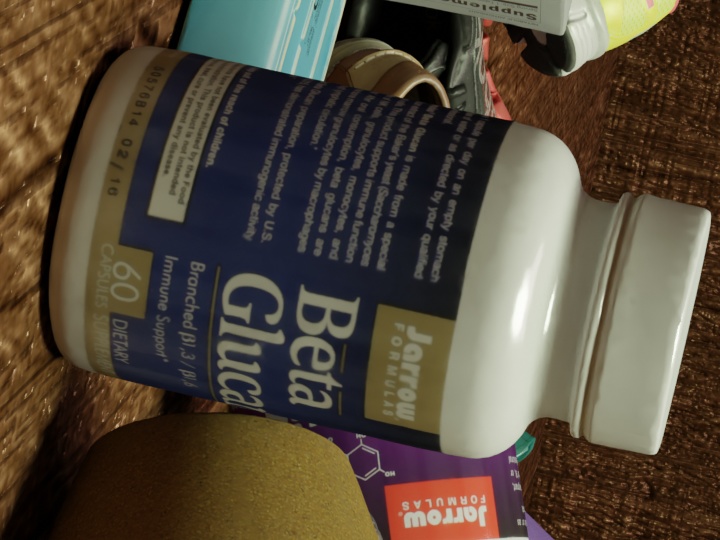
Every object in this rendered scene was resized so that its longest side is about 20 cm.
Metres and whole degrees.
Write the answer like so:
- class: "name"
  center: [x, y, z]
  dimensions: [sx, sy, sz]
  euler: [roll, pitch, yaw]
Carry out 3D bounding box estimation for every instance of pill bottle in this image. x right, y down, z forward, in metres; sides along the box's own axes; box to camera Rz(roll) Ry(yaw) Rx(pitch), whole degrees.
- class: "pill bottle"
  center: [0.008, -0.001, 0.924]
  dimensions: [0.111, 0.200, 0.111]
  euler: [12, 90, -81]
- class: "pill bottle"
  center: [0.006, 0.069, 1.130]
  dimensions: [0.112, 0.112, 0.200]
  euler: [47, 34, -80]

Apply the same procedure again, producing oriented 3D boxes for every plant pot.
- class: "plant pot"
  center: [-0.049, 0.155, 0.933]
  dimensions: [0.186, 0.186, 0.200]
  euler: [86, 6, -63]

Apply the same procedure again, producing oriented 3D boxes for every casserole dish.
- class: "casserole dish"
  center: [-0.038, -0.081, 1.064]
  dimensions: [0.121, 0.039, 0.200]
  euler: [82, 21, -69]

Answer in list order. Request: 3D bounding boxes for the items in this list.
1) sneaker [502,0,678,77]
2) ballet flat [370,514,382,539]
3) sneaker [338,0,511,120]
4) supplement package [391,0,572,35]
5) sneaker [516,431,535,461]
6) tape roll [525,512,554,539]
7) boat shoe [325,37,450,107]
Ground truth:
- class: "sneaker"
  center: [0.094, -0.196, 1.379]
  dimensions: [0.200, 0.090, 0.078]
  euler: [71, -21, 5]
- class: "ballet flat"
  center: [-0.049, 0.168, 1.042]
  dimensions: [0.200, 0.069, 0.071]
  euler: [-64, -150, 4]
- class: "sneaker"
  center: [0.031, -0.082, 1.350]
  dimensions: [0.098, 0.071, 0.201]
  euler: [-53, 141, -59]
- class: "supplement package"
  center: [0.046, -0.202, 1.181]
  dimensions: [0.200, 0.114, 0.110]
  euler: [86, 18, -65]
- class: "sneaker"
  center: [0.035, 0.062, 1.471]
  dimensions: [0.084, 0.120, 0.200]
  euler: [10, 92, -82]
- class: "tape roll"
  center: [0.012, 0.190, 1.379]
  dimensions: [0.200, 0.066, 0.200]
  euler: [-42, 165, -14]
- class: "boat shoe"
  center: [0.000, 0.000, 1.242]
  dimensions: [0.072, 0.076, 0.200]
  euler: [17, -74, 56]
